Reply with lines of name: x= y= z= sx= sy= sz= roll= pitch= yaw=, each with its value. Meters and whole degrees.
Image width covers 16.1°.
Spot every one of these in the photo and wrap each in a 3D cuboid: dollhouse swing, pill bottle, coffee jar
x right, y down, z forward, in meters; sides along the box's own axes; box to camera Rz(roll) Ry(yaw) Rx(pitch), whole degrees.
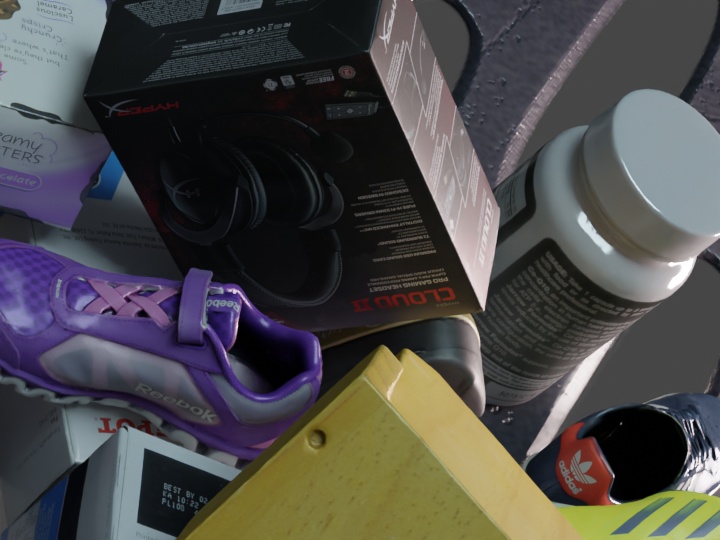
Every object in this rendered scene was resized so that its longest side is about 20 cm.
dollhouse swing: x=0.022 y=0.155 z=1.213 sx=0.182 sy=0.176 sz=0.200 roll=-42 pitch=93 yaw=-6
pill bottle: x=0.124 y=-0.013 z=1.487 sx=0.114 sy=0.200 sz=0.114 roll=21 pitch=50 yaw=-27
coffee jar: x=0.000 y=0.000 z=1.386 sx=0.104 sy=0.085 sz=0.201 roll=-16 pitch=60 yaw=1

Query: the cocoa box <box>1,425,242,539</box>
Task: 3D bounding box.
cocoa box: x=-0.069 y=0.187 z=1.237 sx=0.199 sy=0.131 sz=0.134 roll=24 pitch=49 yaw=-26

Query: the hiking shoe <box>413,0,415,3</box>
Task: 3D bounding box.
hiking shoe: x=-0.007 y=-0.128 z=1.496 sx=0.200 sy=0.075 sz=0.101 roll=66 pitch=32 yaw=-42

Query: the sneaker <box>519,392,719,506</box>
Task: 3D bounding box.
sneaker: x=0.182 y=0.109 z=1.534 sx=0.200 sy=0.084 sz=0.075 roll=-20 pitch=75 yaw=-46

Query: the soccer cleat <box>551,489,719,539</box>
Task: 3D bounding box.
soccer cleat: x=0.138 y=0.162 z=1.427 sx=0.199 sy=0.065 sz=0.084 roll=4 pitch=19 yaw=-10

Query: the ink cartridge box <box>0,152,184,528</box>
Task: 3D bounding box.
ink cartridge box: x=-0.122 y=0.033 z=1.336 sx=0.146 sy=0.086 sz=0.201 roll=7 pitch=58 yaw=-36

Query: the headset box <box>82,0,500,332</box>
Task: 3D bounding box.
headset box: x=-0.026 y=-0.049 z=1.256 sx=0.077 sy=0.148 sz=0.200 roll=-77 pitch=153 yaw=-43

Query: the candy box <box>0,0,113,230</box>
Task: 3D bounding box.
candy box: x=-0.213 y=-0.130 z=1.288 sx=0.167 sy=0.072 sz=0.201 roll=16 pitch=41 yaw=-21

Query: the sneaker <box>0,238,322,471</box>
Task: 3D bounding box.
sneaker: x=-0.101 y=0.030 z=1.231 sx=0.200 sy=0.088 sz=0.081 roll=26 pitch=50 yaw=-19
